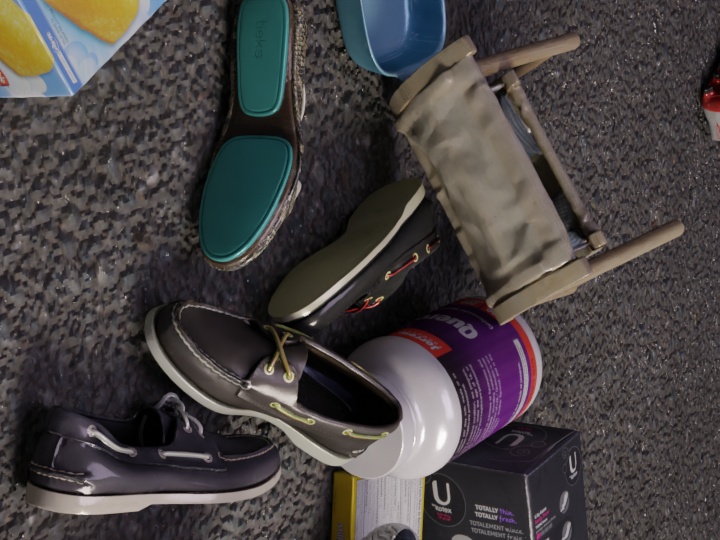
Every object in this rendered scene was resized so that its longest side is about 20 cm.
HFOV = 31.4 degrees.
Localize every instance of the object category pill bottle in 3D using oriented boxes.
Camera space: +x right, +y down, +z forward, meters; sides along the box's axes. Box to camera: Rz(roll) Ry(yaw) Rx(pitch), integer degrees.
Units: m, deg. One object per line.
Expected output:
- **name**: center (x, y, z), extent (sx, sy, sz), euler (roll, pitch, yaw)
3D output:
- **pill bottle**: center (0.056, 0.095, 1.020), extent (0.199, 0.112, 0.114), euler (-21, 110, -53)

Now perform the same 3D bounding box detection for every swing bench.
- **swing bench**: center (0.130, -0.075, 1.039), extent (0.199, 0.129, 0.200), euler (-17, 78, -52)

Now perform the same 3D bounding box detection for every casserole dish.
- **casserole dish**: center (0.016, -0.244, 0.997), extent (0.121, 0.038, 0.202), euler (-31, 117, -49)

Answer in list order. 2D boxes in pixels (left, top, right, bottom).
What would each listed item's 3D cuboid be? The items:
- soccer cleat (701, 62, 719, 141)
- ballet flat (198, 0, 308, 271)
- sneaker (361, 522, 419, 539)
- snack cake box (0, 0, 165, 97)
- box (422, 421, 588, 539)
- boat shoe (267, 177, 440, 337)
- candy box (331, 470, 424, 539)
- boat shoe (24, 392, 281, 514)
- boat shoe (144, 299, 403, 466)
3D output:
- **soccer cleat**: center (0.498, -0.251, 1.673), extent (0.200, 0.068, 0.086), euler (-53, 142, -34)
- **ballet flat**: center (-0.063, -0.093, 0.881), extent (0.075, 0.067, 0.202), euler (32, 64, -69)
- **sneaker**: center (0.040, 0.291, 1.002), extent (0.129, 0.079, 0.202), euler (2, 92, -51)
- **snack cake box**: center (-0.188, -0.207, 0.681), extent (0.115, 0.067, 0.201), euler (-55, 135, -36)
- **box**: center (0.126, 0.243, 1.126), extent (0.106, 0.121, 0.202), euler (-25, 114, -51)
- **boat shoe**: center (0.002, 0.000, 0.967), extent (0.201, 0.073, 0.064), euler (-45, 120, -49)
- **candy box**: center (0.012, 0.260, 1.046), extent (0.102, 0.026, 0.203), euler (1, 92, -55)
- **boat shoe**: center (-0.119, 0.111, 0.806), extent (0.199, 0.072, 0.064), euler (3, 94, -51)
- **boat shoe**: center (-0.054, 0.068, 0.865), extent (0.200, 0.060, 0.072), euler (33, 42, -36)
